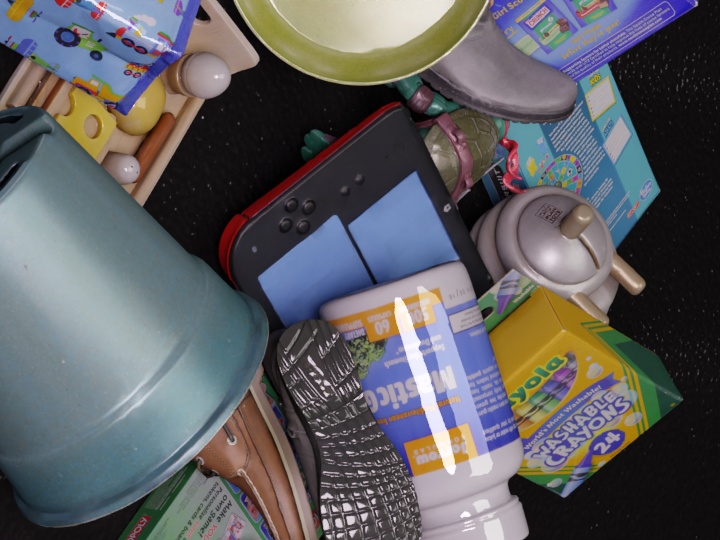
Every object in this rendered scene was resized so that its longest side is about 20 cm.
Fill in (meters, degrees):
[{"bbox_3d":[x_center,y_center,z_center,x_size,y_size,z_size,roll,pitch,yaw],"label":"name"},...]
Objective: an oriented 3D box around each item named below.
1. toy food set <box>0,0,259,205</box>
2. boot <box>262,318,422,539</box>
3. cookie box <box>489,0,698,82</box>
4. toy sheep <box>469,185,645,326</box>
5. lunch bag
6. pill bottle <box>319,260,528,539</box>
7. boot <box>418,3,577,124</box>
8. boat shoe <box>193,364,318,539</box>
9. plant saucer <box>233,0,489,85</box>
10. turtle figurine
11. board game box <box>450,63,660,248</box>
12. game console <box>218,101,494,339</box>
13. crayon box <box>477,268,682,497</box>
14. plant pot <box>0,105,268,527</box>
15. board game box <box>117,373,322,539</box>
[{"bbox_3d":[-0.153,-0.112,1.582,0.144,0.060,0.201,51,56,-38],"label":"toy food set"},{"bbox_3d":[-0.015,0.128,1.639,0.067,0.131,0.201,-17,85,-9],"label":"boot"},{"bbox_3d":[0.131,-0.246,1.783,0.200,0.171,0.075,49,26,-21],"label":"cookie box"},{"bbox_3d":[0.143,0.001,1.850,0.137,0.200,0.139,10,58,-17],"label":"toy sheep"},{"bbox_3d":[-0.165,-0.229,1.524,0.150,0.094,0.201,30,55,-17],"label":"lunch bag"},{"bbox_3d":[0.051,0.103,1.673,0.112,0.112,0.201,-18,90,-47],"label":"pill bottle"},{"bbox_3d":[0.085,-0.194,1.741,0.070,0.199,0.132,-91,-159,-62],"label":"boot"},{"bbox_3d":[-0.087,0.117,1.634,0.068,0.072,0.201,-20,77,-11],"label":"boat shoe"},{"bbox_3d":[0.001,-0.233,1.689,0.031,0.198,0.202,-81,165,-79],"label":"plant saucer"},{"bbox_3d":[0.046,-0.092,1.791,0.199,0.100,0.151,-28,108,-36],"label":"turtle figurine"},{"bbox_3d":[0.162,-0.100,1.956,0.151,0.047,0.201,-49,126,-35],"label":"board game box"},{"bbox_3d":[0.000,0.000,1.728,0.176,0.031,0.201,-36,127,-10],"label":"game console"},{"bbox_3d":[0.135,0.088,1.776,0.200,0.126,0.052,29,26,-45],"label":"crayon box"},{"bbox_3d":[-0.192,0.019,1.459,0.196,0.199,0.201,51,55,-28],"label":"plant pot"},{"bbox_3d":[-0.098,0.190,1.686,0.200,0.029,0.135,-54,130,-32],"label":"board game box"}]
